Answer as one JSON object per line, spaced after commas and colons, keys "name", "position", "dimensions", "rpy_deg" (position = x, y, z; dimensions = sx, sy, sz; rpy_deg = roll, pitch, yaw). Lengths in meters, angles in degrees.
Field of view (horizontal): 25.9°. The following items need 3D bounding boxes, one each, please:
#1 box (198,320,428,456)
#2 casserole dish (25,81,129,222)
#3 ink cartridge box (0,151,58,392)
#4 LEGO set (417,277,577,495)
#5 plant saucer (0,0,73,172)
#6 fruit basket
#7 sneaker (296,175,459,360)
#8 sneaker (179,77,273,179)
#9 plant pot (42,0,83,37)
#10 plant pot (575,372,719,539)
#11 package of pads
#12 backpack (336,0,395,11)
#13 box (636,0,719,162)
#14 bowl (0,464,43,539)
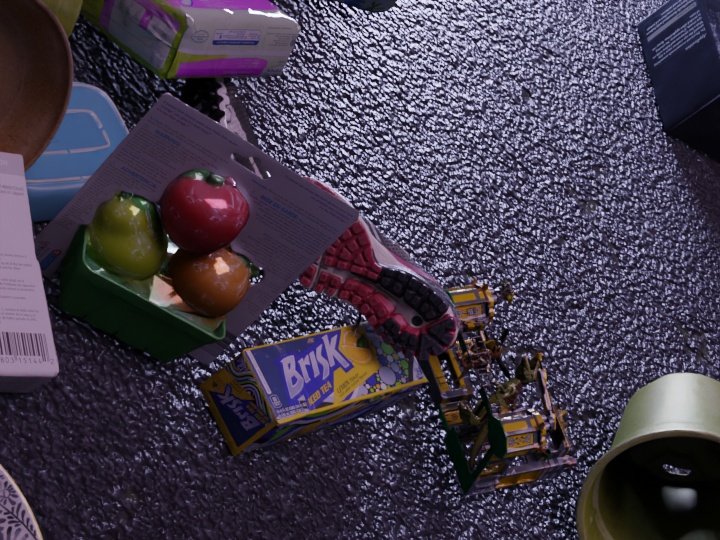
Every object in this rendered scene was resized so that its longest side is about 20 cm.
{"name": "box", "position": [-0.036, 0.094, 1.311], "dimensions": [0.200, 0.064, 0.070], "rpy_deg": [-10, 68, -51]}
{"name": "casserole dish", "position": [-0.253, -0.102, 1.263], "dimensions": [0.200, 0.039, 0.121], "rpy_deg": [-11, 69, -50]}
{"name": "ink cartridge box", "position": [-0.316, -0.005, 1.090], "dimensions": [0.200, 0.045, 0.176], "rpy_deg": [6, 64, -45]}
{"name": "LEGO set", "position": [0.139, 0.104, 1.416], "dimensions": [0.116, 0.154, 0.200], "rpy_deg": [-8, 51, -21]}
{"name": "plant saucer", "position": [-0.304, -0.128, 1.117], "dimensions": [0.200, 0.200, 0.035], "rpy_deg": [5, 32, -45]}
{"name": "fruit basket", "position": [-0.133, -0.029, 1.198], "dimensions": [0.185, 0.200, 0.094], "rpy_deg": [30, 27, -27]}
{"name": "sneaker", "position": [0.000, 0.000, 1.340], "dimensions": [0.200, 0.081, 0.075], "rpy_deg": [44, 12, 4]}
{"name": "sneaker", "position": [-0.107, -0.091, 1.393], "dimensions": [0.090, 0.066, 0.200], "rpy_deg": [12, 55, -46]}
{"name": "plant pot", "position": [-0.319, -0.234, 1.182], "dimensions": [0.193, 0.200, 0.201], "rpy_deg": [19, 47, -46]}
{"name": "plant pot", "position": [0.315, 0.198, 1.525], "dimensions": [0.200, 0.200, 0.184], "rpy_deg": [45, 25, -10]}
{"name": "package of pads", "position": [-0.175, -0.241, 1.386], "dimensions": [0.200, 0.068, 0.154], "rpy_deg": [40, 28, 28]}
{"name": "backpack", "position": [-0.005, -0.391, 1.670], "dimensions": [0.183, 0.147, 0.200], "rpy_deg": [3, 61, -43]}
{"name": "box", "position": [0.501, -0.259, 2.148], "dimensions": [0.197, 0.117, 0.200], "rpy_deg": [21, 47, -36]}
{"name": "bowl", "position": [-0.294, 0.187, 0.928], "dimensions": [0.201, 0.094, 0.201], "rpy_deg": [27, 43, -29]}
